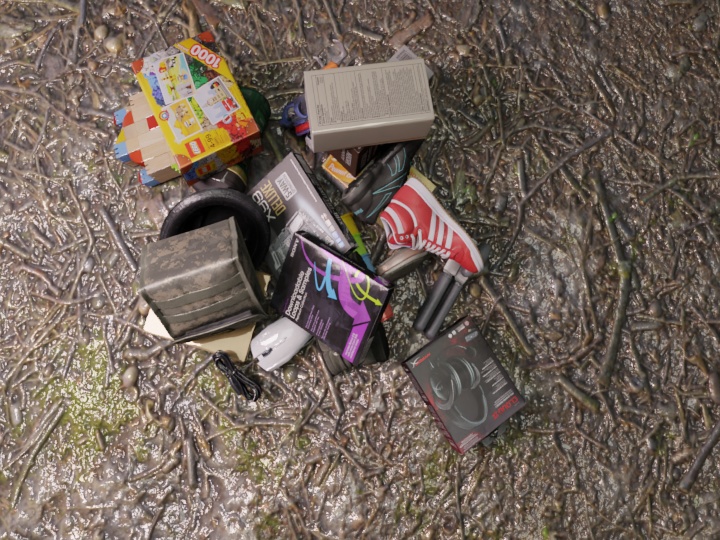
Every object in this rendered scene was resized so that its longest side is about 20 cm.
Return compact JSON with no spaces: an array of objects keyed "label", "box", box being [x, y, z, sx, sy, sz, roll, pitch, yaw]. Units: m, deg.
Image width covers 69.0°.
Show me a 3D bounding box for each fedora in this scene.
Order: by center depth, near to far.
[{"label":"fedora","box":[-0.249,-0.073,0.906,0.192,0.206,0.093,-11,40,-5]}]

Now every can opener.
[{"label":"can opener","box":[0.164,0.028,0.961,0.052,0.066,0.204,32,89,-11]}]

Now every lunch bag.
[{"label":"lunch bag","box":[-0.247,0.040,0.860,0.158,0.204,0.120,-16,48,-4]}]

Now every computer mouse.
[{"label":"computer mouse","box":[-0.156,0.134,0.929,0.198,0.044,0.111,-39,93,-15]}]

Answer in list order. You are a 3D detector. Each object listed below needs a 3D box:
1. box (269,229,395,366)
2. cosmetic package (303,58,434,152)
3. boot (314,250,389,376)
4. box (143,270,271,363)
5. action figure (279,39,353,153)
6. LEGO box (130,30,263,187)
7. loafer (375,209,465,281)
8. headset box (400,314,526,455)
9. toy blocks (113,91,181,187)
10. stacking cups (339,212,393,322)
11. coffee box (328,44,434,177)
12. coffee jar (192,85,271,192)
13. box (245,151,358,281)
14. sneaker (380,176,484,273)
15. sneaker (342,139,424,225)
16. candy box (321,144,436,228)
[{"label":"box","box":[-0.053,0.043,0.881,0.196,0.036,0.147,30,109,20]},{"label":"cosmetic package","box":[0.012,-0.260,0.829,0.191,0.073,0.108,-8,80,-6]},{"label":"boot","box":[-0.031,0.080,0.920,0.126,0.068,0.208,-13,94,14]},{"label":"box","box":[-0.278,0.060,0.958,0.193,0.021,0.170,17,81,-1]},{"label":"action figure","box":[-0.060,-0.317,0.978,0.102,0.196,0.202,15,87,-40]},{"label":"LEGO box","box":[-0.272,-0.273,0.885,0.145,0.077,0.205,-27,81,-12]},{"label":"loafer","box":[0.105,-0.046,0.974,0.195,0.072,0.064,-28,75,-17]},{"label":"headset box","box":[0.185,0.209,0.932,0.146,0.077,0.204,-32,82,-8]},{"label":"toy blocks","box":[-0.395,-0.244,0.974,0.132,0.100,0.208,-18,81,6]},{"label":"stacking cups","box":[0.000,0.000,0.971,0.059,0.061,0.206,-23,88,-7]},{"label":"coffee box","box":[0.032,-0.279,0.930,0.079,0.115,0.201,42,79,5]},{"label":"coffee jar","box":[-0.240,-0.232,0.965,0.100,0.086,0.208,12,76,11]},{"label":"box","box":[-0.118,-0.080,0.946,0.156,0.050,0.204,-35,83,18]},{"label":"sneaker","box":[0.117,-0.048,0.902,0.112,0.071,0.201,-42,89,-10]},{"label":"sneaker","box":[0.052,-0.171,0.942,0.200,0.075,0.080,-47,108,-10]},{"label":"candy box","box":[0.033,-0.171,0.994,0.198,0.055,0.116,40,80,5]}]
